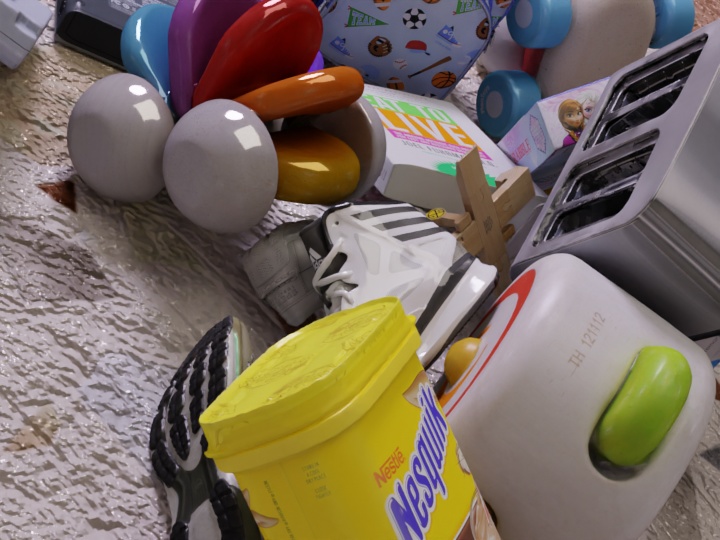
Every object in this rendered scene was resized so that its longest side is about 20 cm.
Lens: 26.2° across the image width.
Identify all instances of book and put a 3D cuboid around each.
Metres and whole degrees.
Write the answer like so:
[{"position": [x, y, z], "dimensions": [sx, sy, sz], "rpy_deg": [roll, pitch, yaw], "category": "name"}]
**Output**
[{"position": [0.044, -0.090, 1.189], "dimensions": [0.133, 0.048, 0.200], "rpy_deg": [13, 20, -26], "category": "book"}]

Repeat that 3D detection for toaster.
[{"position": [0.208, -0.046, 0.995], "dimensions": [0.118, 0.200, 0.182], "rpy_deg": [37, 65, -16], "category": "toaster"}]

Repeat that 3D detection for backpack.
[{"position": [0.044, -0.250, 1.315], "dimensions": [0.199, 0.191, 0.155], "rpy_deg": [22, 34, -25], "category": "backpack"}]

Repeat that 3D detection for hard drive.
[{"position": [-0.169, -0.220, 1.212], "dimensions": [0.139, 0.033, 0.201], "rpy_deg": [21, 35, -25], "category": "hard drive"}]

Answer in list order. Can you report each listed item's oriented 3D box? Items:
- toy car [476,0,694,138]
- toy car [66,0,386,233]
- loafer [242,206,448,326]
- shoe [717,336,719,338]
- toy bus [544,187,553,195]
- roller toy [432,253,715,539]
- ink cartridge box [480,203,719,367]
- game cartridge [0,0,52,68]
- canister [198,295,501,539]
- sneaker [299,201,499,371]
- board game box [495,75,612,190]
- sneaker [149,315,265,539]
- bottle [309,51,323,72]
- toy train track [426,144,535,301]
[{"position": [0.172, -0.231, 1.459], "dimensions": [0.183, 0.178, 0.200], "rpy_deg": [-5, 37, -33], "category": "toy car"}, {"position": [-0.084, -0.117, 1.012], "dimensions": [0.199, 0.151, 0.175], "rpy_deg": [17, 21, 31], "category": "toy car"}, {"position": [0.000, 0.000, 1.064], "dimensions": [0.199, 0.070, 0.070], "rpy_deg": [-13, 71, -50], "category": "loafer"}, {"position": [0.280, -0.020, 1.138], "dimensions": [0.091, 0.072, 0.201], "rpy_deg": [18, 41, -30], "category": "shoe"}, {"position": [0.242, -0.034, 1.347], "dimensions": [0.199, 0.065, 0.079], "rpy_deg": [28, 33, -16], "category": "toy bus"}, {"position": [0.108, 0.091, 0.932], "dimensions": [0.139, 0.200, 0.183], "rpy_deg": [36, 20, -2], "category": "roller toy"}, {"position": [0.190, 0.029, 1.161], "dimensions": [0.199, 0.116, 0.068], "rpy_deg": [13, 39, -32], "category": "ink cartridge box"}, {"position": [-0.262, -0.187, 0.993], "dimensions": [0.133, 0.041, 0.200], "rpy_deg": [40, 4, -14], "category": "game cartridge"}, {"position": [0.012, 0.132, 0.792], "dimensions": [0.201, 0.086, 0.149], "rpy_deg": [65, 24, -9], "category": "canister"}, {"position": [-0.012, 0.035, 0.943], "dimensions": [0.115, 0.076, 0.201], "rpy_deg": [40, 58, 2], "category": "sneaker"}, {"position": [0.207, -0.118, 1.208], "dimensions": [0.199, 0.200, 0.041], "rpy_deg": [-19, 83, -12], "category": "board game box"}, {"position": [-0.060, 0.115, 0.851], "dimensions": [0.088, 0.077, 0.201], "rpy_deg": [26, 38, -35], "category": "sneaker"}, {"position": [-0.069, -0.198, 1.234], "dimensions": [0.065, 0.084, 0.201], "rpy_deg": [-13, 57, 2], "category": "bottle"}, {"position": [0.051, -0.010, 1.050], "dimensions": [0.032, 0.115, 0.200], "rpy_deg": [10, 40, 40], "category": "toy train track"}]
